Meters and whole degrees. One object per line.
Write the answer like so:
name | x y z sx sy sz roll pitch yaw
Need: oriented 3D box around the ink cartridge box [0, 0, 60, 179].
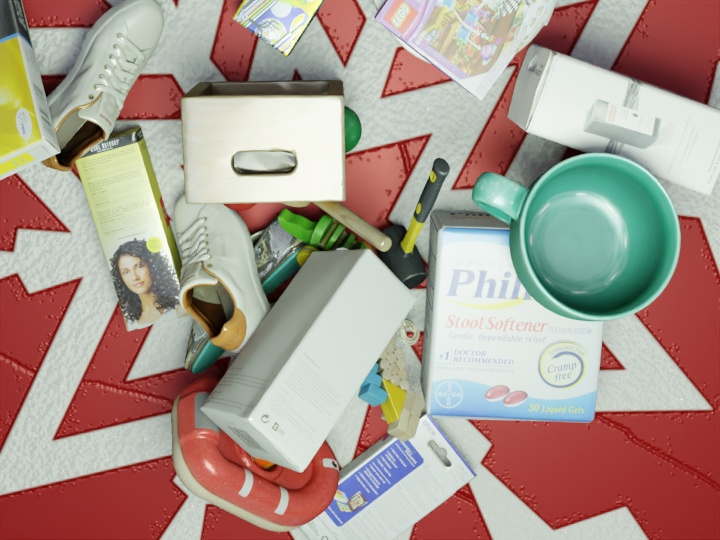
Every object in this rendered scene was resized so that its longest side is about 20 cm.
ink cartridge box | -0.411 -0.164 1.226 0.197 0.047 0.200 -22 66 3

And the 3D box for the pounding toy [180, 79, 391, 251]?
pounding toy | -0.071 -0.108 1.225 0.196 0.184 0.145 -1 104 -1

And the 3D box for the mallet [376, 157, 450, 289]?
mallet | 0.054 -0.058 1.249 0.041 0.066 0.201 -17 149 -21

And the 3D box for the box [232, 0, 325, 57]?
box | -0.045 -0.318 1.238 0.070 0.064 0.201 33 100 -9

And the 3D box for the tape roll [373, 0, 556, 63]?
tape roll | 0.106 -0.306 1.257 0.199 0.037 0.207 0 103 0

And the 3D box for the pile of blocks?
pile of blocks | 0.002 0.088 1.310 0.081 0.062 0.203 -9 76 -33

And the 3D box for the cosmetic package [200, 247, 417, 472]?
cosmetic package | -0.048 0.079 1.166 0.081 0.112 0.201 46 69 -23

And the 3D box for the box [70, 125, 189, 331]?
box | -0.238 -0.044 1.308 0.074 0.050 0.203 -15 103 3

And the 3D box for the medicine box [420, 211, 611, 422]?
medicine box | 0.160 0.046 1.308 0.179 0.103 0.204 2 104 -2

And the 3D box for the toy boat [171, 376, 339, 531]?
toy boat | -0.090 0.174 1.256 0.130 0.132 0.199 -34 133 25

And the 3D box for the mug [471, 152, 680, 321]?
mug | 0.209 -0.042 1.182 0.151 0.114 0.187 -33 89 -2

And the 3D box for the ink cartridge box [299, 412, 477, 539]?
ink cartridge box | 0.025 0.249 1.389 0.199 0.037 0.095 -38 100 10

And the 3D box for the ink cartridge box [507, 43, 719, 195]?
ink cartridge box | 0.257 -0.154 1.239 0.197 0.146 0.086 20 101 -5

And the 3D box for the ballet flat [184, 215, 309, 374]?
ballet flat | -0.131 0.019 1.324 0.072 0.072 0.201 41 99 -10

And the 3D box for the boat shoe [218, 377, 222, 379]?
boat shoe | -0.097 0.124 1.342 0.198 0.063 0.074 -25 103 5

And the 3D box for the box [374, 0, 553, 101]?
box | 0.124 -0.291 1.221 0.136 0.039 0.201 35 101 -9

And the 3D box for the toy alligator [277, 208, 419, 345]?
toy alligator | 0.000 0.000 1.271 0.200 0.054 0.060 42 56 -11

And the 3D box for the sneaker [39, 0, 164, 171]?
sneaker | -0.252 -0.181 1.240 0.201 0.084 0.073 -53 139 0

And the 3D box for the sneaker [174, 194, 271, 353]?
sneaker | -0.152 -0.007 1.246 0.073 0.084 0.202 -42 58 23
